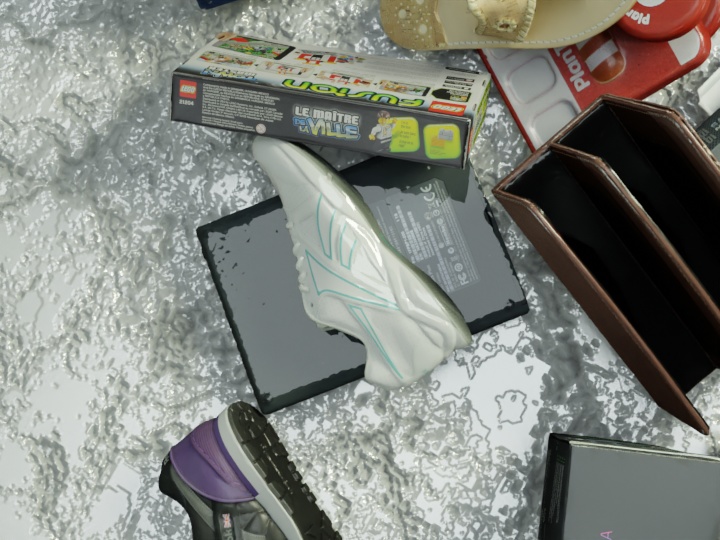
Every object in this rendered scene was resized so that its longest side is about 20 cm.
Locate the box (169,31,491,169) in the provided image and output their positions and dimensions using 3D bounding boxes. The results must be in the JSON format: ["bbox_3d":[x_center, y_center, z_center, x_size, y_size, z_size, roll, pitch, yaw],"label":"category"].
[{"bbox_3d":[-0.018,-0.118,0.892,0.199,0.110,0.035,10,116,9],"label":"box"}]

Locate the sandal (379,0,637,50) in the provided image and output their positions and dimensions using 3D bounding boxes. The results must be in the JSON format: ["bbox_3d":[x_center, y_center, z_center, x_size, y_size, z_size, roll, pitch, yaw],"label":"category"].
[{"bbox_3d":[0.082,-0.175,0.858,0.211,0.069,0.078,-3,104,43],"label":"sandal"}]

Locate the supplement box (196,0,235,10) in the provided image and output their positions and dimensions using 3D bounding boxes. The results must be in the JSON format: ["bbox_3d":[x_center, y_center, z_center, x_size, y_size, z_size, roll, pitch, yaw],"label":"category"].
[{"bbox_3d":[-0.051,-0.318,0.889,0.199,0.134,0.201,-15,70,2],"label":"supplement box"}]

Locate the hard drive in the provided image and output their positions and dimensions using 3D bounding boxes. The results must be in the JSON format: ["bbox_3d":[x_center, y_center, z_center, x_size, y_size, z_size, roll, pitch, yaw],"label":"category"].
[{"bbox_3d":[0.000,0.000,0.921,0.199,0.033,0.140,-21,83,2],"label":"hard drive"}]

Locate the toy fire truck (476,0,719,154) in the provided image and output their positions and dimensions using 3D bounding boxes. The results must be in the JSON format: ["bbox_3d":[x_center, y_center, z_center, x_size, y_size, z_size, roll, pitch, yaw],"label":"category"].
[{"bbox_3d":[0.144,-0.196,0.902,0.167,0.112,0.201,-31,83,21],"label":"toy fire truck"}]

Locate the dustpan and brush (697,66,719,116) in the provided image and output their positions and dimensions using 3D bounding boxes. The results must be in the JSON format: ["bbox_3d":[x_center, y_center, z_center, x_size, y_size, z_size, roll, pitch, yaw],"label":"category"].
[{"bbox_3d":[0.337,-0.088,0.889,0.140,0.057,0.200,-44,112,-3],"label":"dustpan and brush"}]

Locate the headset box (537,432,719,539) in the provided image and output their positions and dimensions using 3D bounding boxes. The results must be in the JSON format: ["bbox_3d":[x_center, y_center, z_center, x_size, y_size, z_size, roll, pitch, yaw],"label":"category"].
[{"bbox_3d":[0.156,0.192,0.807,0.092,0.200,0.175,6,84,5],"label":"headset box"}]

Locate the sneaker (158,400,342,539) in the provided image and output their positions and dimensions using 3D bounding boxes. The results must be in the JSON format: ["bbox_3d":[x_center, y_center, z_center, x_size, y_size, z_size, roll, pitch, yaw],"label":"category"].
[{"bbox_3d":[-0.064,0.196,0.898,0.087,0.076,0.201,-34,79,15],"label":"sneaker"}]

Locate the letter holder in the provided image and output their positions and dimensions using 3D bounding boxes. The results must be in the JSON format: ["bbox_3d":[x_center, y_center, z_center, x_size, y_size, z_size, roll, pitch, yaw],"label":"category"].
[{"bbox_3d":[0.195,0.002,0.821,0.100,0.142,0.200,-40,105,-1],"label":"letter holder"}]

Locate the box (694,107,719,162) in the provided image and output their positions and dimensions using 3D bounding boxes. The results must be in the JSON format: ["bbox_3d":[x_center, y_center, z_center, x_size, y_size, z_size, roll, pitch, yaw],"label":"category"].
[{"bbox_3d":[0.331,-0.060,0.849,0.158,0.051,0.200,-43,106,10],"label":"box"}]

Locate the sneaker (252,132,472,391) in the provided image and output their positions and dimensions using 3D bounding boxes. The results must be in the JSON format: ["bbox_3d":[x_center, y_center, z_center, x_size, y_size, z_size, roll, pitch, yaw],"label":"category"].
[{"bbox_3d":[-0.017,-0.008,0.873,0.080,0.070,0.201,-41,79,11],"label":"sneaker"}]
